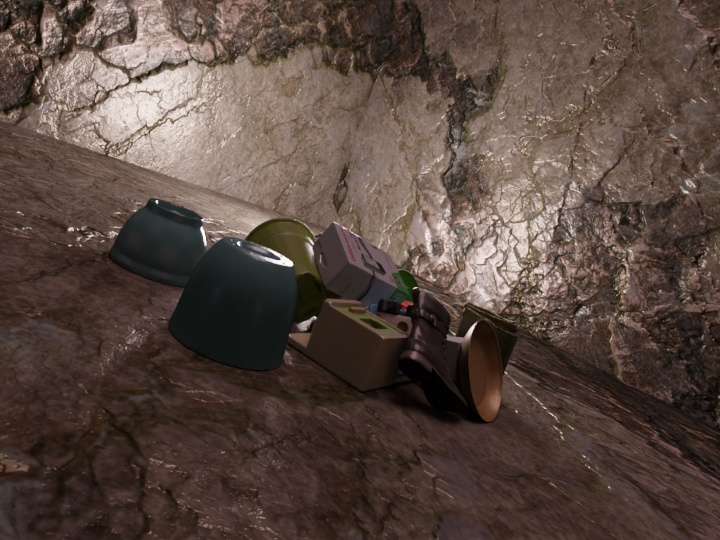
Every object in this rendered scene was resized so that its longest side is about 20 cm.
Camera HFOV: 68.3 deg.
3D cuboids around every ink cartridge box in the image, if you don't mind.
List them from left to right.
[{"bbox_3d":[0.000,0.000,1.194,0.198,0.084,0.148,27,27,-39],"label":"ink cartridge box"}]

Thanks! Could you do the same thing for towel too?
[{"bbox_3d":[0.289,0.185,1.262,0.146,0.205,0.036,27,32,29],"label":"towel"}]

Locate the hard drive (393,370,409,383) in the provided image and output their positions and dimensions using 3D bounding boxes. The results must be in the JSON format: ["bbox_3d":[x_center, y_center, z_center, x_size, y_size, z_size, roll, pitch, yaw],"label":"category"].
[{"bbox_3d":[0.068,0.195,1.146,0.130,0.026,0.198,28,8,30],"label":"hard drive"}]

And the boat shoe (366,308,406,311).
[{"bbox_3d":[0.059,0.116,1.274,0.194,0.074,0.065,-4,30,-1],"label":"boat shoe"}]

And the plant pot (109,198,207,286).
[{"bbox_3d":[-0.408,-0.069,1.120,0.196,0.137,0.200,22,7,-3],"label":"plant pot"}]

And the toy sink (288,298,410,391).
[{"bbox_3d":[-0.021,0.126,1.013,0.197,0.115,0.129,27,8,30],"label":"toy sink"}]

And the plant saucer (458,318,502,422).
[{"bbox_3d":[0.244,0.204,1.089,0.035,0.207,0.198,-8,-11,32],"label":"plant saucer"}]

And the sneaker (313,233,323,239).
[{"bbox_3d":[-0.171,-0.054,1.505,0.195,0.118,0.080,-21,-9,16],"label":"sneaker"}]

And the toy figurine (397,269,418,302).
[{"bbox_3d":[0.047,0.067,1.589,0.197,0.154,0.182,19,-12,-36],"label":"toy figurine"}]

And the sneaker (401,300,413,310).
[{"bbox_3d":[0.132,0.121,1.442,0.195,0.076,0.087,15,3,-4],"label":"sneaker"}]

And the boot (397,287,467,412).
[{"bbox_3d":[0.151,0.149,1.010,0.068,0.176,0.201,-22,-59,38],"label":"boot"}]

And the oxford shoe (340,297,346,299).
[{"bbox_3d":[0.007,0.068,1.375,0.070,0.075,0.198,-15,8,39],"label":"oxford shoe"}]

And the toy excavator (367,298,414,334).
[{"bbox_3d":[0.034,0.124,1.154,0.189,0.103,0.200,12,-12,-11],"label":"toy excavator"}]

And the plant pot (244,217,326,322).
[{"bbox_3d":[-0.161,0.016,1.197,0.196,0.203,0.191,18,21,-33],"label":"plant pot"}]

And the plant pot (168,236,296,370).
[{"bbox_3d":[-0.194,0.042,0.877,0.196,0.165,0.201,22,8,-3],"label":"plant pot"}]

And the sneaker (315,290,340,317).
[{"bbox_3d":[-0.090,0.024,1.328,0.070,0.206,0.112,16,-13,-18],"label":"sneaker"}]

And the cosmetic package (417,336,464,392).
[{"bbox_3d":[0.211,0.203,1.161,0.083,0.111,0.198,8,-4,33],"label":"cosmetic package"}]
